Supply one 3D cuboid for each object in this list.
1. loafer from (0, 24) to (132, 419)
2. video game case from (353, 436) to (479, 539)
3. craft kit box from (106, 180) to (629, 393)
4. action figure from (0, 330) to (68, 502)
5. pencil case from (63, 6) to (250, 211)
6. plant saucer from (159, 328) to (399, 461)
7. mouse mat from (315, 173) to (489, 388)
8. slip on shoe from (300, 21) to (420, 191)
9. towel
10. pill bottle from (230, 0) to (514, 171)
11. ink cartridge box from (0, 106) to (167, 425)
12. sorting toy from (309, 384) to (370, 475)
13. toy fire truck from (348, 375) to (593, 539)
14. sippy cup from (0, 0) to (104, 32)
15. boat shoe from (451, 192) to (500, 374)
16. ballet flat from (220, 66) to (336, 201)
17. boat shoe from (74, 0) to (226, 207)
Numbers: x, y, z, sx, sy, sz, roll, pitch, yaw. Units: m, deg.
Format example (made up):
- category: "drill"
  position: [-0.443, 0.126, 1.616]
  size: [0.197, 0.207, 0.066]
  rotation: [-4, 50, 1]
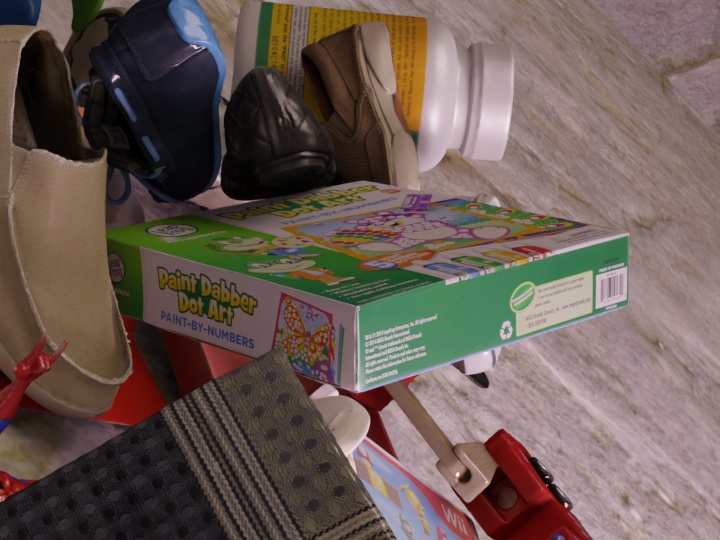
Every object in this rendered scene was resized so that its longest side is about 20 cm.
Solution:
- category: "loafer"
  position: [-0.152, -0.029, 0.780]
  size: [0.076, 0.068, 0.201]
  rotation: [-9, 76, -63]
- category: "video game case"
  position: [0.044, 0.185, 0.888]
  size: [0.143, 0.017, 0.201]
  rotation: [41, 20, -40]
- category: "craft kit box"
  position: [0.000, 0.000, 0.839]
  size: [0.199, 0.197, 0.049]
  rotation: [-14, 107, -44]
- category: "action figure"
  position: [-0.111, 0.092, 0.708]
  size: [0.199, 0.099, 0.066]
  rotation: [20, 35, -52]
- category: "pencil case"
  position: [-0.108, -0.083, 1.033]
  size: [0.089, 0.078, 0.200]
  rotation: [29, -6, 46]
- category: "plant saucer"
  position: [-0.038, 0.096, 0.932]
  size: [0.200, 0.037, 0.200]
  rotation: [35, 25, -49]
- category: "mouse mat"
  position: [0.011, -0.022, 1.073]
  size: [0.161, 0.008, 0.201]
  rotation: [39, 19, -38]
- category: "slip on shoe"
  position: [0.001, -0.080, 1.069]
  size: [0.076, 0.060, 0.201]
  rotation: [89, -7, -56]
- category: "towel"
  position: [-0.063, 0.151, 0.575]
  size: [0.201, 0.192, 0.035]
  rotation: [58, -4, 27]
- category: "pill bottle"
  position: [0.007, -0.130, 1.198]
  size: [0.198, 0.114, 0.113]
  rotation: [5, 29, -3]
- category: "ink cartridge box"
  position: [-0.165, -0.017, 0.849]
  size: [0.162, 0.050, 0.201]
  rotation: [19, 34, -56]
- category: "sorting toy"
  position: [-0.026, 0.138, 0.729]
  size: [0.180, 0.106, 0.202]
  rotation: [-57, 142, -70]
- category: "toy fire truck"
  position: [0.072, 0.121, 0.981]
  size: [0.141, 0.049, 0.200]
  rotation: [40, 10, -43]
- category: "sippy cup"
  position: [-0.228, -0.183, 0.903]
  size: [0.140, 0.176, 0.131]
  rotation: [101, -19, -55]
- category: "boat shoe"
  position: [0.079, 0.000, 1.037]
  size: [0.200, 0.069, 0.071]
  rotation: [-97, 174, -69]
- category: "ballet flat"
  position: [-0.046, -0.072, 0.920]
  size: [0.200, 0.066, 0.057]
  rotation: [156, -78, -82]
- category: "boat shoe"
  position: [-0.116, -0.086, 0.854]
  size: [0.084, 0.068, 0.200]
  rotation: [58, -15, 18]
